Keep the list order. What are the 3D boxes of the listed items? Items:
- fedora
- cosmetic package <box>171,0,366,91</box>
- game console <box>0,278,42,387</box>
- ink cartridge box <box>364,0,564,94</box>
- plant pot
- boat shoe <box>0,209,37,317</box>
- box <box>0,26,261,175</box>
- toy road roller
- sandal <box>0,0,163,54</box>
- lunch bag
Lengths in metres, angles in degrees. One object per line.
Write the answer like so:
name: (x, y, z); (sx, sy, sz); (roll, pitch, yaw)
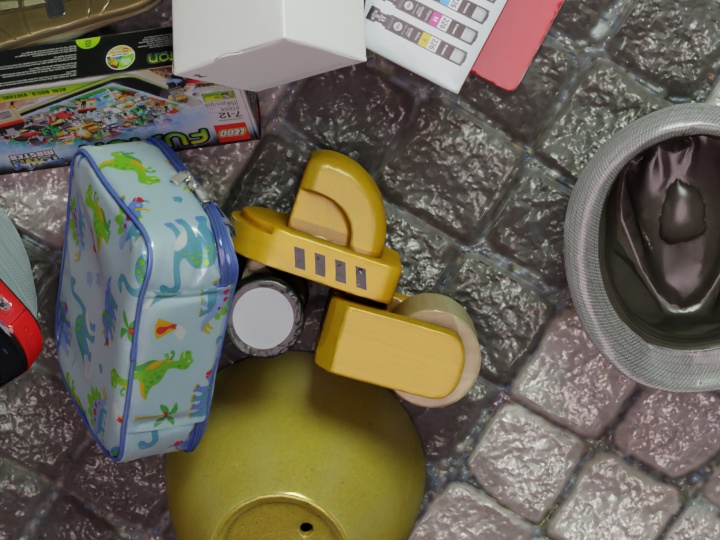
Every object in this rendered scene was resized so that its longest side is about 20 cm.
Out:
fedora: (0.230, -0.022, 1.497); (0.176, 0.090, 0.201); (-11, 102, 5)
cosmetic package: (-0.063, -0.227, 1.380); (0.107, 0.085, 0.201); (-9, 80, 41)
game console: (-0.324, 0.009, 1.511); (0.200, 0.031, 0.177); (49, 144, -9)
ink cartridge box: (0.074, -0.233, 1.434); (0.175, 0.084, 0.200); (25, 108, -6)
plant pot: (-0.052, 0.177, 1.555); (0.199, 0.142, 0.201); (1, 109, 2)
boat shoe: (-0.306, -0.033, 1.541); (0.067, 0.074, 0.200); (-10, 114, 37)
box: (-0.176, -0.119, 1.479); (0.199, 0.035, 0.110); (-8, 152, 6)
toy road roller: (0.000, 0.000, 1.504); (0.199, 0.123, 0.146); (18, 98, -3)
sandal: (-0.224, -0.186, 1.480); (0.199, 0.054, 0.081); (-10, 73, 5)
lunch bag: (-0.156, 0.017, 1.483); (0.082, 0.161, 0.201); (-7, 126, -28)
